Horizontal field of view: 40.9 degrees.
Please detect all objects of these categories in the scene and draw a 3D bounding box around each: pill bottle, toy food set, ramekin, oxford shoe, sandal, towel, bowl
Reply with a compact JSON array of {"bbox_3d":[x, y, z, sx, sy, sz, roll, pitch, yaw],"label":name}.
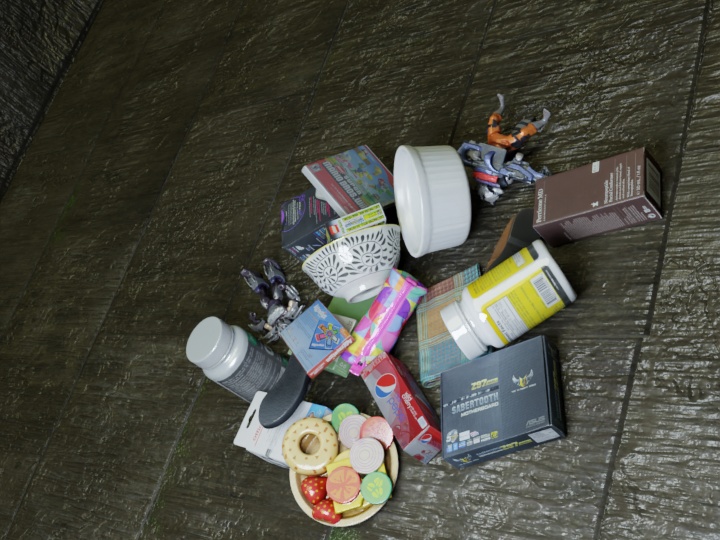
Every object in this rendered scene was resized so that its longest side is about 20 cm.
[{"bbox_3d":[-0.232,0.176,1.853,0.112,0.200,0.114,-25,46,28],"label":"pill bottle"},{"bbox_3d":[-0.029,0.324,1.613,0.196,0.049,0.202,-19,61,8],"label":"toy food set"},{"bbox_3d":[0.130,-0.130,1.739,0.097,0.202,0.201,-8,43,-9],"label":"ramekin"},{"bbox_3d":[0.248,-0.006,1.643,0.201,0.071,0.071,-62,8,-11],"label":"oxford shoe"},{"bbox_3d":[-0.118,0.213,1.747,0.075,0.043,0.201,-5,36,32],"label":"sandal"},{"bbox_3d":[0.159,0.094,1.675,0.146,0.022,0.202,-27,45,27],"label":"towel"},{"bbox_3d":[0.000,0.000,1.792,0.200,0.200,0.095,-30,76,25],"label":"bowl"},{"bbox_3d":[0.234,0.050,1.543,0.199,0.114,0.115,-33,42,10],"label":"pill bottle"}]

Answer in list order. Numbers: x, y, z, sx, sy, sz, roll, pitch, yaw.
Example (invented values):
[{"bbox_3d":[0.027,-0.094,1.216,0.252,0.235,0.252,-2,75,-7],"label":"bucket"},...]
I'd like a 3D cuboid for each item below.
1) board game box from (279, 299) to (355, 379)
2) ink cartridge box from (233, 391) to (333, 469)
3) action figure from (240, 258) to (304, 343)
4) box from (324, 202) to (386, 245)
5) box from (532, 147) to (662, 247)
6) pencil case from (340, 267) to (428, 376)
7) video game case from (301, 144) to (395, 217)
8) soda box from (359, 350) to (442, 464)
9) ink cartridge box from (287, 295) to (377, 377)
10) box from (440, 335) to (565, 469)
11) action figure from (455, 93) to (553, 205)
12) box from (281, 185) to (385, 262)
[{"bbox_3d":[-0.082,0.123,1.774,0.103,0.019,0.200,-42,25,-3],"label":"board game box"},{"bbox_3d":[-0.131,0.298,1.767,0.199,0.068,0.117,6,65,46],"label":"ink cartridge box"},{"bbox_3d":[-0.183,0.064,1.998,0.130,0.069,0.201,-37,44,10],"label":"action figure"},{"bbox_3d":[-0.010,-0.063,1.811,0.109,0.200,0.035,-21,77,-5],"label":"box"},{"bbox_3d":[0.385,-0.118,1.574,0.199,0.075,0.101,-18,50,37],"label":"box"},{"bbox_3d":[0.041,0.096,1.728,0.088,0.088,0.201,31,91,51],"label":"pencil case"},{"bbox_3d":[-0.007,-0.170,1.874,0.143,0.199,0.017,49,129,12],"label":"video game case"},{"bbox_3d":[0.074,0.226,1.618,0.063,0.070,0.200,-44,40,10],"label":"soda box"},{"bbox_3d":[-0.040,0.094,1.852,0.145,0.048,0.202,12,72,48],"label":"ink cartridge box"},{"bbox_3d":[0.218,0.206,1.507,0.199,0.051,0.159,-23,46,31],"label":"box"},{"bbox_3d":[0.280,-0.206,1.756,0.199,0.105,0.195,28,88,23],"label":"action figure"},{"bbox_3d":[-0.055,-0.109,1.971,0.199,0.106,0.123,-28,46,27],"label":"box"}]
